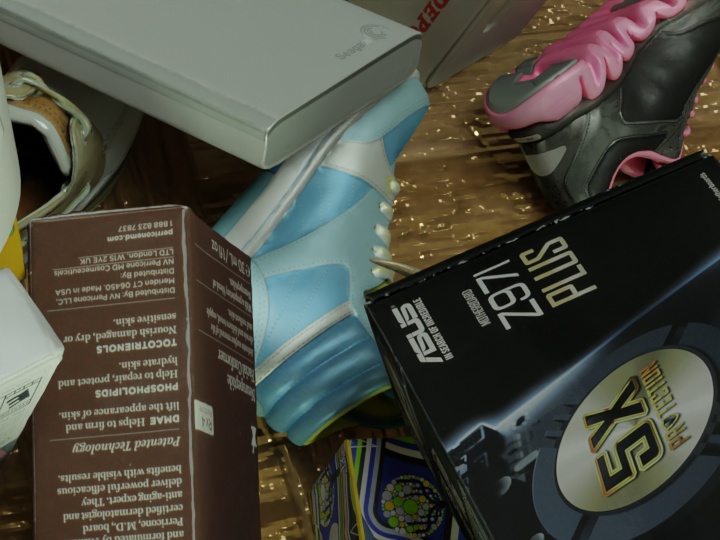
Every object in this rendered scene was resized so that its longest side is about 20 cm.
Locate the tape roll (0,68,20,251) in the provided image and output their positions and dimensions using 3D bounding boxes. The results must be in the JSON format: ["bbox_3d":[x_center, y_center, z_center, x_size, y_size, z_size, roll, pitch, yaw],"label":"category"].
[{"bbox_3d":[-0.226,-0.046,0.730,0.201,0.071,0.203,-2,36,2],"label":"tape roll"}]

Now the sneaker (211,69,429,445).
[{"bbox_3d":[0.000,0.000,0.951,0.130,0.080,0.200,39,65,2],"label":"sneaker"}]

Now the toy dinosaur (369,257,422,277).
[{"bbox_3d":[0.090,0.014,0.933,0.200,0.101,0.058,7,66,-62],"label":"toy dinosaur"}]

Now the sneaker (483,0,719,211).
[{"bbox_3d":[0.152,-0.096,1.081,0.200,0.079,0.096,-36,104,-33],"label":"sneaker"}]

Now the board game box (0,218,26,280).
[{"bbox_3d":[-0.260,-0.019,0.802,0.165,0.057,0.200,-33,46,-32],"label":"board game box"}]

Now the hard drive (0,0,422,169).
[{"bbox_3d":[-0.089,-0.117,0.936,0.199,0.026,0.132,25,36,22],"label":"hard drive"}]

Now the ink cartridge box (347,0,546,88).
[{"bbox_3d":[0.027,-0.217,1.034,0.084,0.146,0.200,-31,80,-35],"label":"ink cartridge box"}]

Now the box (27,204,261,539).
[{"bbox_3d":[-0.086,0.082,0.820,0.075,0.100,0.201,-4,78,11],"label":"box"}]

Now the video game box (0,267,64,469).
[{"bbox_3d":[-0.219,0.093,0.743,0.200,0.182,0.047,-28,74,-33],"label":"video game box"}]

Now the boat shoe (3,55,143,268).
[{"bbox_3d":[-0.149,-0.053,0.917,0.075,0.068,0.200,31,56,-5],"label":"boat shoe"}]

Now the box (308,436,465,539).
[{"bbox_3d":[0.028,0.176,0.873,0.064,0.070,0.201,-2,65,-19],"label":"box"}]

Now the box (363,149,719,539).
[{"bbox_3d":[0.115,0.067,0.800,0.163,0.086,0.200,-23,44,-4],"label":"box"}]
